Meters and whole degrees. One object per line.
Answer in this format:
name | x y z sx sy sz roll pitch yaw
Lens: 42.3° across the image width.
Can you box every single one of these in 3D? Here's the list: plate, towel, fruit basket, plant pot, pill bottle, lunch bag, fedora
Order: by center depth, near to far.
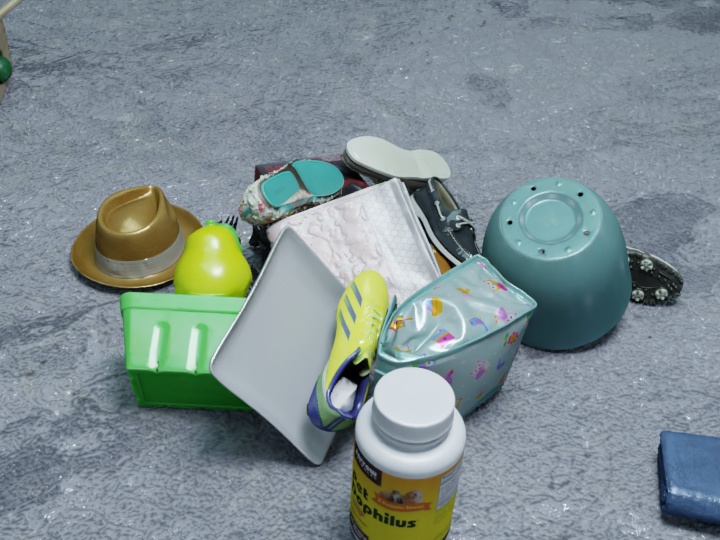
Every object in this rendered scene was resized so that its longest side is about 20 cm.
pill bottle | 0.046 0.194 0.933 0.109 0.200 0.109 2 39 -2
towel | 0.429 0.242 1.025 0.199 0.049 0.112 10 39 6
plate | -0.074 0.086 1.054 0.032 0.200 0.200 -7 47 41
lunch bag | 0.085 0.101 1.072 0.200 0.171 0.122 -28 57 -30
fruit basket | -0.182 0.054 1.120 0.215 0.156 0.216 1 54 -2
towel | 0.000 0.000 1.181 0.190 0.032 0.201 -23 76 0
plant pot | 0.246 -0.023 1.194 0.200 0.161 0.201 -7 57 11
fedora | -0.313 -0.060 1.307 0.200 0.082 0.201 3 39 -2

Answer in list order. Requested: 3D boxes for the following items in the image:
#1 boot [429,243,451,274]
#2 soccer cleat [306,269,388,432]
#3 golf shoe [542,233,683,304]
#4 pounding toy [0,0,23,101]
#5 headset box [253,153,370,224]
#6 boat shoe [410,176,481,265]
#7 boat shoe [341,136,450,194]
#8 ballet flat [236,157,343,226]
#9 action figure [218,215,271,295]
boot | 0.114 0.021 1.260 0.201 0.071 0.144 25 28 5
soccer cleat | -0.001 0.087 1.043 0.065 0.084 0.201 29 63 -19
golf shoe | 0.359 -0.016 1.316 0.199 0.077 0.088 17 34 16
pounding toy | -0.690 -0.386 1.629 0.199 0.143 0.184 -2 40 -6
headset box | -0.063 -0.095 1.368 0.148 0.075 0.200 -10 41 -25
boat shoe | 0.131 -0.068 1.349 0.076 0.060 0.200 26 22 -44
boat shoe | 0.048 -0.153 1.412 0.201 0.060 0.072 5 56 -40
ballet flat | -0.098 -0.106 1.253 0.200 0.064 0.076 -23 82 -56
action figure | -0.142 -0.010 1.248 0.118 0.102 0.200 -5 37 -17
